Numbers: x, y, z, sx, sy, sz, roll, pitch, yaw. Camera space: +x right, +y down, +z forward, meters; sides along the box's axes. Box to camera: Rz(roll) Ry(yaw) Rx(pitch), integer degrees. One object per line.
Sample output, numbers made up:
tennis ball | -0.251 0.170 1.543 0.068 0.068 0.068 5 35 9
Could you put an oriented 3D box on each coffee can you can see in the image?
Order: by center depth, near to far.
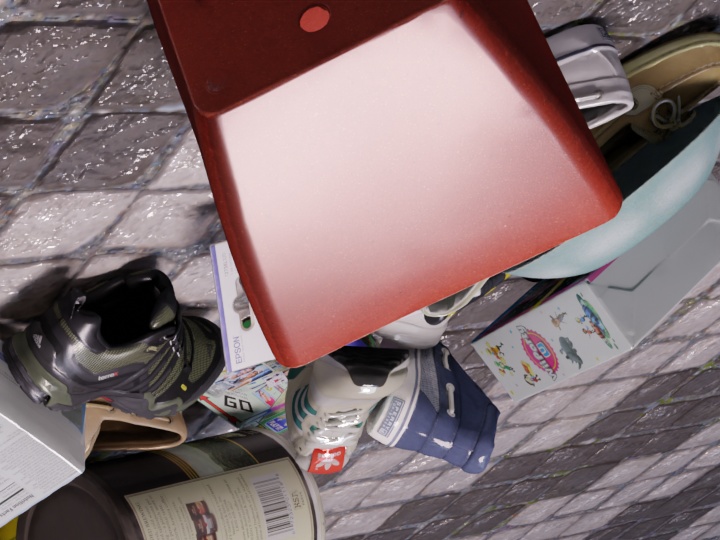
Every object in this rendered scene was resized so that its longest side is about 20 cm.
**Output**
coffee can | -0.146 0.210 1.482 0.199 0.147 0.146 -8 154 -46

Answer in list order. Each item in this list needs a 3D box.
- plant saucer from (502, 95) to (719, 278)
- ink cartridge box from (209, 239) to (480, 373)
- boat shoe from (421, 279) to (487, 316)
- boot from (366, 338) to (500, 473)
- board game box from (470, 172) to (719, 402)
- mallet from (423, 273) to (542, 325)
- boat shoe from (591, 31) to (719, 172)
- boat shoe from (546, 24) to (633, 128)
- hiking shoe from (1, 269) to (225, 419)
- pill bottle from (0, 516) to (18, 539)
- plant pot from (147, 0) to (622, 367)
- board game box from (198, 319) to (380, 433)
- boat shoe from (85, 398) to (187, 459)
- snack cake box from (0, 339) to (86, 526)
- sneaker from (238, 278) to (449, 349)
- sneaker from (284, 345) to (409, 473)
plant saucer | 0.189 -0.048 1.341 0.200 0.039 0.201 -39 -175 4
ink cartridge box | -0.012 -0.004 1.292 0.198 0.037 0.096 -18 116 -24
boat shoe | 0.072 -0.027 1.199 0.071 0.063 0.200 -9 163 -12
boot | 0.056 0.093 1.456 0.090 0.200 0.073 25 112 -7
board game box | 0.187 0.015 1.442 0.147 0.064 0.200 -40 180 -26
mallet | 0.112 -0.004 1.413 0.066 0.041 0.200 -41 172 30
boat shoe | 0.178 -0.092 1.319 0.200 0.064 0.073 -31 157 18
boat shoe | 0.081 -0.088 1.231 0.199 0.066 0.074 -28 158 13
hiking shoe | -0.145 0.047 1.304 0.101 0.076 0.199 -41 159 28
pill bottle | -0.231 0.272 1.551 0.103 0.202 0.104 -15 162 -5
plant pot | -0.007 -0.107 0.956 0.198 0.201 0.177 -25 147 5
board game box | -0.057 0.078 1.525 0.133 0.029 0.200 -25 158 7
boat shoe | -0.214 0.108 1.388 0.198 0.065 0.071 -5 152 -36
snack cake box | -0.296 0.132 1.301 0.199 0.068 0.115 -33 128 22
sneaker | 0.000 0.000 1.371 0.199 0.075 0.089 6 125 -46
sneaker | -0.012 0.101 1.364 0.070 0.095 0.200 4 178 -14
